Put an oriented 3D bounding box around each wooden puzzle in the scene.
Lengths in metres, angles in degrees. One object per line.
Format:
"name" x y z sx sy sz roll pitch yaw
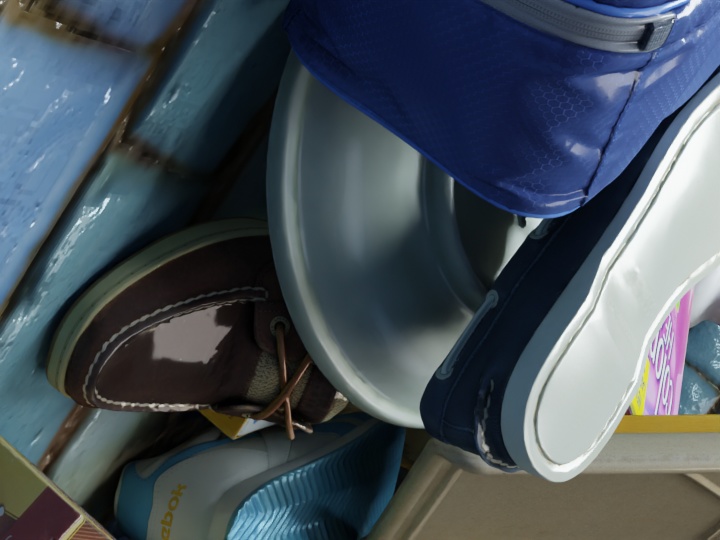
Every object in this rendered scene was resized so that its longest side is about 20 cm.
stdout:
"wooden puzzle" 0.101 0.101 0.748 0.200 0.183 0.038 119 -30 -65

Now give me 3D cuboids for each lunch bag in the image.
"lunch bag" 0.079 -0.135 0.553 0.200 0.135 0.133 -46 165 -39

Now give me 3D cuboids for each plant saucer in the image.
"plant saucer" 0.048 -0.036 0.640 0.199 0.050 0.202 -7 99 -47

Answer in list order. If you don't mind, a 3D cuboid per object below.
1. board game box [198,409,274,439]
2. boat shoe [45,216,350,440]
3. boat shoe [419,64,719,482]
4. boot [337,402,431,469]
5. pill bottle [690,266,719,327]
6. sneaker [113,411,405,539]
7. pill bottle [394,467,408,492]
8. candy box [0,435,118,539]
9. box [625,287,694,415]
"board game box" 0.000 0.000 0.809 0.154 0.040 0.200 -57 166 11
"boat shoe" -0.027 0.026 0.644 0.199 0.072 0.073 -8 131 -45
"boat shoe" 0.093 -0.008 0.609 0.201 0.062 0.075 -56 134 -22
"boot" 0.079 0.098 0.967 0.144 0.200 0.071 -39 144 -64
"pill bottle" 0.184 -0.036 0.986 0.111 0.199 0.111 -48 165 -17
"sneaker" -0.040 0.104 0.812 0.200 0.080 0.077 -1 104 -63
"pill bottle" 0.067 0.159 1.069 0.112 0.199 0.112 -48 164 -18
"candy box" -0.145 0.142 0.648 0.117 0.056 0.200 -48 166 -13
"box" 0.113 -0.001 0.822 0.176 0.096 0.202 61 39 -60
